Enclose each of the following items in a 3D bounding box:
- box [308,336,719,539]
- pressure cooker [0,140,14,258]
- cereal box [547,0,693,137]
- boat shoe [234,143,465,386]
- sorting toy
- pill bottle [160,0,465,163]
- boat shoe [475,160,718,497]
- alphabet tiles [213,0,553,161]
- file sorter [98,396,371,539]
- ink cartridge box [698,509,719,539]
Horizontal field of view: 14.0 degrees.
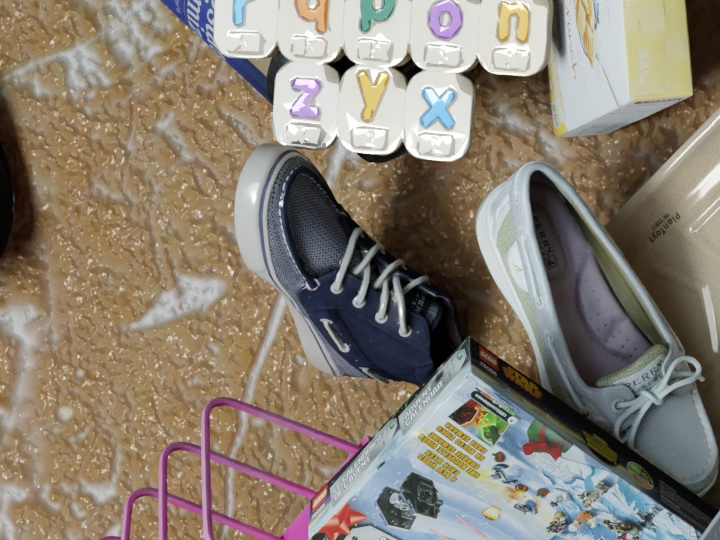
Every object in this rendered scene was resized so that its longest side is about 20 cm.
[{"bbox_3d":[0.091,0.141,1.561,0.200,0.040,0.137,35,115,-19],"label":"box"},{"bbox_3d":[-0.345,-0.039,1.882,0.199,0.176,0.179,-23,124,34],"label":"pressure cooker"},{"bbox_3d":[0.133,-0.152,1.578,0.039,0.200,0.145,-4,87,-7],"label":"cereal box"},{"bbox_3d":[0.000,0.000,1.673,0.092,0.200,0.075,13,65,26],"label":"boat shoe"},{"bbox_3d":[0.216,0.034,1.607,0.185,0.036,0.200,-47,69,29],"label":"sorting toy"},{"bbox_3d":[-0.035,-0.157,1.723,0.200,0.112,0.112,43,113,25],"label":"pill bottle"},{"bbox_3d":[0.131,0.035,1.582,0.203,0.074,0.065,63,163,6],"label":"boat shoe"},{"bbox_3d":[0.013,-0.162,1.630,0.199,0.015,0.197,5,96,21],"label":"alphabet tiles"},{"bbox_3d":[-0.085,0.190,1.701,0.200,0.125,0.139,-51,28,35],"label":"file sorter"},{"bbox_3d":[0.224,0.233,1.565,0.173,0.044,0.200,24,119,-13],"label":"ink cartridge box"}]
